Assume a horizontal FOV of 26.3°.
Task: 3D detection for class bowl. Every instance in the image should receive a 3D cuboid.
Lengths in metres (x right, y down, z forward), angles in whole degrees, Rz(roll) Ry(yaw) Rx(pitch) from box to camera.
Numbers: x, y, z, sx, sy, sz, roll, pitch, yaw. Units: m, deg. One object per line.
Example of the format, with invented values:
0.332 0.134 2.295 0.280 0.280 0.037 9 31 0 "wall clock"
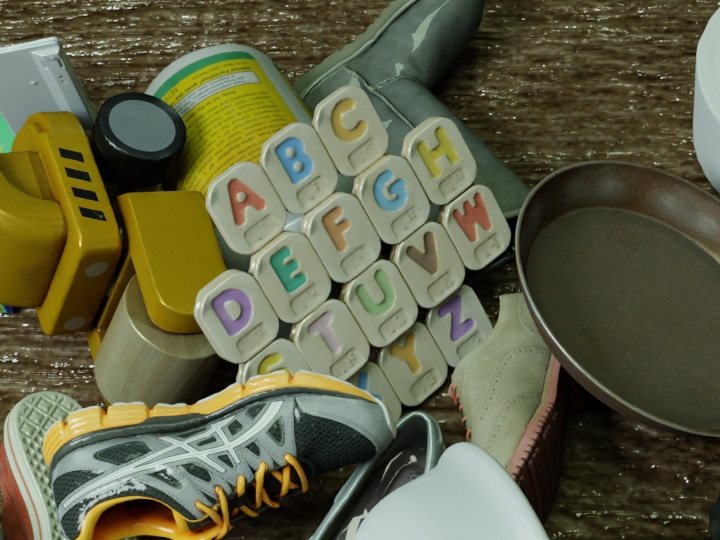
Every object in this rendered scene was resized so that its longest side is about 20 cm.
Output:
0.037 0.191 0.738 0.090 0.201 0.201 -14 51 -14 "bowl"

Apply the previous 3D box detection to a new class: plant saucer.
0.176 0.021 0.915 0.200 0.035 0.201 14 48 -16 "plant saucer"

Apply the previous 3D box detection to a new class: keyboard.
-0.197 -0.091 1.007 0.056 0.200 0.011 -6 65 3 "keyboard"

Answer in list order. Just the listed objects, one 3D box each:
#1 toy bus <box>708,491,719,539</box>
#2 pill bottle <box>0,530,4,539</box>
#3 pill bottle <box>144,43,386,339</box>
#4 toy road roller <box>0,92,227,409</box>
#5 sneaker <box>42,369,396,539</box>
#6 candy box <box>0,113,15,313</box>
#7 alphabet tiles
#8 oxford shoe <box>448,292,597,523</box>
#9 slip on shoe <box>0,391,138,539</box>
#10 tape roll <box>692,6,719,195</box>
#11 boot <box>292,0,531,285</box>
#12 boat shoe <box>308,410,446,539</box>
0.271 0.181 0.760 0.192 0.136 0.200 35 51 -7 "toy bus"
-0.299 0.198 0.855 0.200 0.112 0.112 -15 52 -3 "pill bottle"
-0.062 -0.048 1.004 0.113 0.113 0.200 -26 53 -11 "pill bottle"
-0.174 -0.006 0.943 0.146 0.123 0.200 -6 57 -30 "toy road roller"
-0.077 0.112 0.857 0.199 0.078 0.077 -12 52 5 "sneaker"
-0.327 -0.056 1.079 0.199 0.077 0.169 -1 53 11 "candy box"
0.000 0.000 0.916 0.200 0.196 0.015 -38 24 -19 "alphabet tiles"
0.083 0.091 0.904 0.075 0.071 0.200 10 44 21 "oxford shoe"
-0.168 0.169 0.893 0.074 0.061 0.200 -3 57 -34 "slip on shoe"
0.321 -0.113 1.014 0.202 0.071 0.203 -5 51 6 "tape roll"
0.061 -0.097 1.046 0.182 0.073 0.200 -41 49 -4 "boot"
-0.005 0.170 0.854 0.074 0.065 0.202 21 58 23 "boat shoe"
